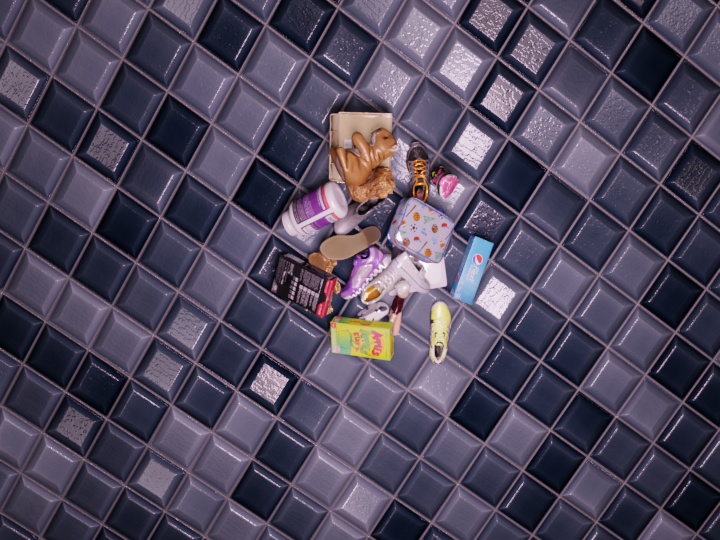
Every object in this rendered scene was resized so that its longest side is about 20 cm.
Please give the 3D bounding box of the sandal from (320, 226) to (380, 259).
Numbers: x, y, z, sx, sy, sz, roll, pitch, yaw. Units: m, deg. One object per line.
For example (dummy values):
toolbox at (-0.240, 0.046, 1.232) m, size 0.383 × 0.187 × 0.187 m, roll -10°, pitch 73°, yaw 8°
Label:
sandal at (-0.033, -0.075, 1.676) m, size 0.205 × 0.070 × 0.080 m, roll -21°, pitch 76°, yaw -18°

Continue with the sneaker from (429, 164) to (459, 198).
sneaker at (0.242, -0.272, 1.588) m, size 0.086 × 0.199 × 0.075 m, roll 37°, pitch 108°, yaw 9°

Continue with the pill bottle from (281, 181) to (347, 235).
pill bottle at (-0.142, -0.182, 1.620) m, size 0.194 × 0.112 × 0.116 m, roll -23°, pitch 98°, yaw 22°

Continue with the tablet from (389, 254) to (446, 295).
tablet at (0.178, 0.001, 1.710) m, size 0.191 × 0.014 × 0.136 m, roll -10°, pitch 98°, yaw 1°

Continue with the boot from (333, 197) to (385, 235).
boot at (-0.010, -0.179, 1.624) m, size 0.199 × 0.132 × 0.070 m, roll -44°, pitch 98°, yaw 6°

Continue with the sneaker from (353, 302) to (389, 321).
sneaker at (0.032, 0.197, 1.698) m, size 0.195 × 0.080 × 0.132 m, roll -32°, pitch 104°, yaw 16°

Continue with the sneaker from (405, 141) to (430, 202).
sneaker at (0.183, -0.292, 1.636) m, size 0.075 × 0.077 × 0.209 m, roll -6°, pitch 97°, yaw 3°

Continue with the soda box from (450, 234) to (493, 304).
soda box at (0.352, -0.003, 1.684) m, size 0.065 × 0.064 × 0.207 m, roll 18°, pitch 98°, yaw -3°

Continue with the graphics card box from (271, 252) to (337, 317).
graphics card box at (-0.177, 0.044, 1.651) m, size 0.194 × 0.051 × 0.130 m, roll 24°, pitch 110°, yaw 15°

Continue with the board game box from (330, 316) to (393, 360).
board game box at (0.005, 0.209, 1.640) m, size 0.192 × 0.048 × 0.106 m, roll 5°, pitch 109°, yaw 19°

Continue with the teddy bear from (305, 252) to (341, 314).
teddy bear at (-0.128, 0.042, 1.695) m, size 0.139 × 0.067 × 0.209 m, roll -7°, pitch 99°, yaw 19°

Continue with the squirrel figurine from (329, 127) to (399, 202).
squirrel figurine at (0.031, -0.305, 1.524) m, size 0.181 × 0.141 × 0.206 m, roll -25°, pitch 98°, yaw -8°

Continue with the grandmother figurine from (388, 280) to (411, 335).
grandmother figurine at (0.116, 0.120, 1.673) m, size 0.058 × 0.123 × 0.206 m, roll 12°, pitch 119°, yaw -6°

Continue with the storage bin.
storage bin at (0.002, -0.370, 1.617) m, size 0.190 × 0.094 × 0.209 m, roll 2°, pitch 99°, yaw 0°

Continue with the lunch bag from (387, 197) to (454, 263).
lunch bag at (0.186, -0.122, 1.593) m, size 0.195 × 0.075 × 0.166 m, roll 25°, pitch 82°, yaw -24°

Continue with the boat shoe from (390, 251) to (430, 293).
boat shoe at (0.172, 0.008, 1.623) m, size 0.066 × 0.075 × 0.198 m, roll -40°, pitch 140°, yaw 15°

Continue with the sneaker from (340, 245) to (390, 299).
sneaker at (0.000, 0.000, 1.660) m, size 0.088 × 0.081 × 0.200 m, roll 42°, pitch 100°, yaw -19°

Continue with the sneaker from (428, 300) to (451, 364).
sneaker at (0.260, 0.204, 1.708) m, size 0.072 × 0.076 × 0.209 m, roll 0°, pitch 97°, yaw 2°

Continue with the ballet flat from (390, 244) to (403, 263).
ballet flat at (0.145, -0.111, 1.655) m, size 0.073 × 0.073 × 0.200 m, roll 44°, pitch 78°, yaw -7°

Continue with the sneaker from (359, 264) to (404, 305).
sneaker at (0.080, 0.039, 1.671) m, size 0.199 × 0.081 × 0.077 m, roll -43°, pitch 90°, yaw 9°
